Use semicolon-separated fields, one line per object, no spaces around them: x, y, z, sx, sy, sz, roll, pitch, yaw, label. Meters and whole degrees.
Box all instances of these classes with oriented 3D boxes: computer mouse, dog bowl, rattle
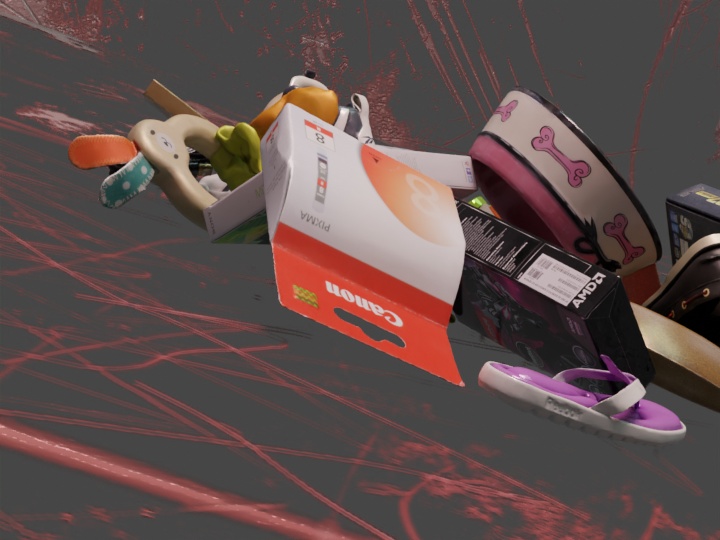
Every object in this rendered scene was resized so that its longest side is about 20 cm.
-0.200;-0.120;1.423;0.108;0.045;0.200;-8;12;-12;computer mouse
0.173;-0.063;1.279;0.201;0.074;0.200;50;-4;5;dog bowl
-0.130;-0.110;1.242;0.142;0.132;0.199;-22;-29;35;rattle

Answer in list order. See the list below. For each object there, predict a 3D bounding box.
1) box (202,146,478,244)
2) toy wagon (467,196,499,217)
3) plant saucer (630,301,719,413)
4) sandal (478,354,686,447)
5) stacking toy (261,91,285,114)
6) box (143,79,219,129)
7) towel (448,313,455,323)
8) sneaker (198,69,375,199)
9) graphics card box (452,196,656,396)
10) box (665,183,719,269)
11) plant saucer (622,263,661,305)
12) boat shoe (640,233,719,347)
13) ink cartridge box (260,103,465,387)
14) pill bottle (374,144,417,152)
-0.015;-0.061;1.240;0.198;0.037;0.144;2;-22;-43;box
0.163;-0.009;1.435;0.155;0.040;0.200;49;10;15;toy wagon
0.257;0.068;1.248;0.198;0.036;0.200;28;-5;3;plant saucer
0.173;0.088;1.047;0.201;0.050;0.082;14;11;-40;sandal
-0.078;-0.134;1.529;0.084;0.087;0.200;18;-6;-10;stacking toy
-0.141;-0.127;1.508;0.199;0.021;0.163;38;-1;-8;box
0.000;0.000;1.312;0.085;0.018;0.199;13;12;-38;towel
-0.071;-0.123;1.379;0.197;0.132;0.079;-2;-3;34;sneaker
0.139;0.024;1.170;0.199;0.051;0.126;29;-24;43;graphics card box
0.359;0.035;1.349;0.050;0.202;0.157;-21;25;-20;box
0.237;-0.015;1.487;0.200;0.036;0.202;44;-19;52;plant saucer
0.300;0.047;1.318;0.073;0.064;0.202;0;-31;-12;boat shoe
0.008;-0.023;1.048;0.161;0.050;0.201;26;28;-25;ink cartridge box
0.021;-0.078;1.538;0.108;0.110;0.200;22;9;16;pill bottle
